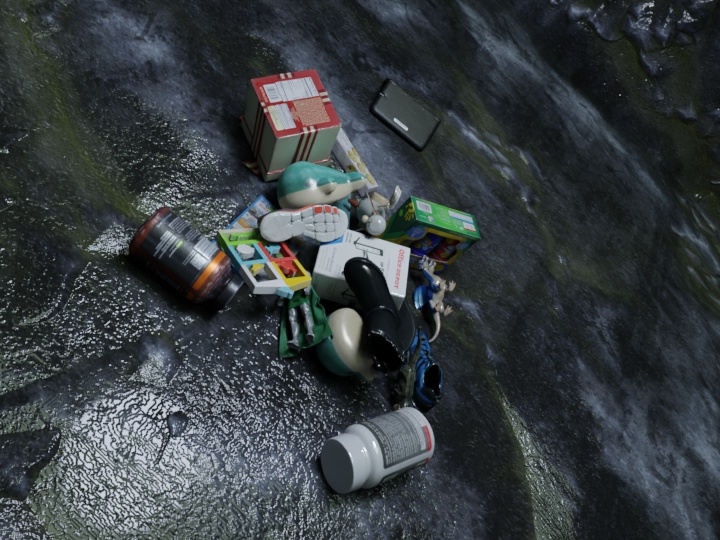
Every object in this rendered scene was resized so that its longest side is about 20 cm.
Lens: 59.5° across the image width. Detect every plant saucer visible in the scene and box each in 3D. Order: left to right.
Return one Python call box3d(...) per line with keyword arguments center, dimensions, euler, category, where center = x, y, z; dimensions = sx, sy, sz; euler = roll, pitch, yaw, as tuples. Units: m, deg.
box3d(center=(-0.052, -0.142, 1.498), dimensions=(0.069, 0.019, 0.202), euler=(23, 48, -25), category="plant saucer")

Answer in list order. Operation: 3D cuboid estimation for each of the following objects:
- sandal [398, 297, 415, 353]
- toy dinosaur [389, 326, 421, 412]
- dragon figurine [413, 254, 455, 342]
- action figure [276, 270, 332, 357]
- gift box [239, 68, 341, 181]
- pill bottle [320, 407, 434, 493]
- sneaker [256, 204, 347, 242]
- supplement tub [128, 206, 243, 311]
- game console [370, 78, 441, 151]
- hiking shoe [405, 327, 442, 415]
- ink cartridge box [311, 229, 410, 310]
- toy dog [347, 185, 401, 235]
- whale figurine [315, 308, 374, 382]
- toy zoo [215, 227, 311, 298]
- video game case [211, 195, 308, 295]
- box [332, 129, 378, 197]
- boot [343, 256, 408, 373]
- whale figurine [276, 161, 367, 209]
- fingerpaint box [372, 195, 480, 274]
box3d(center=(0.089, 0.099, 1.405), dimensions=(0.048, 0.075, 0.203), euler=(37, 38, -47), category="sandal")
box3d(center=(0.092, 0.205, 1.297), dimensions=(0.047, 0.088, 0.203), euler=(10, 95, -19), category="toy dinosaur")
box3d(center=(0.166, 0.067, 1.488), dimensions=(0.058, 0.099, 0.203), euler=(6, 90, -34), category="dragon figurine")
box3d(center=(-0.124, 0.061, 1.248), dimensions=(0.055, 0.117, 0.202), euler=(56, 16, -48), category="action figure")
box3d(center=(-0.175, -0.321, 1.413), dimensions=(0.197, 0.187, 0.187), euler=(-13, 69, -22), category="gift box")
box3d(center=(0.032, 0.330, 1.160), dimensions=(0.198, 0.114, 0.115), euler=(-6, 64, -41), category="pill bottle")
box3d(center=(-0.122, -0.105, 1.305), dimensions=(0.197, 0.078, 0.082), euler=(-2, 17, -28), category="sneaker")
box3d(center=(-0.309, -0.014, 1.140), dimensions=(0.199, 0.107, 0.107), euler=(40, 44, -9), category="supplement tub")
box3d(center=(0.130, -0.465, 1.873), dimensions=(0.199, 0.116, 0.177), euler=(35, 75, -12), category="game console")
box3d(center=(0.144, 0.207, 1.355), dimensions=(0.074, 0.087, 0.202), euler=(18, 51, -28), category="hiking shoe")
box3d(center=(0.000, 0.000, 1.352), dimensions=(0.197, 0.085, 0.147), euler=(15, 48, -5), category="ink cartridge box")
box3d(center=(0.014, -0.134, 1.435), dimensions=(0.095, 0.200, 0.133), euler=(24, 82, -5), category="toy dog")
box3d(center=(-0.016, 0.156, 1.276), dimensions=(0.199, 0.103, 0.161), euler=(25, 41, -56), category="whale figurine")
box3d(center=(-0.182, -0.014, 1.226), dimensions=(0.130, 0.021, 0.200), euler=(-7, 45, -41), category="toy zoo")
box3d(center=(-0.208, -0.057, 1.314), dimensions=(0.143, 0.018, 0.200), euler=(42, 44, -6), category="video game case")
box3d(center=(-0.027, -0.279, 1.600), dimensions=(0.041, 0.039, 0.201), euler=(-19, 74, -46), category="box")
box3d(center=(0.028, 0.088, 1.214), dimensions=(0.200, 0.073, 0.163), euler=(59, 17, -25), category="boot")
box3d(center=(-0.088, -0.193, 1.384), dimensions=(0.198, 0.159, 0.105), euler=(-17, 92, -18), category="whale figurine")
box3d(center=(0.156, -0.078, 1.510), dimensions=(0.198, 0.167, 0.074), euler=(13, 51, -32), category="fingerpaint box")
